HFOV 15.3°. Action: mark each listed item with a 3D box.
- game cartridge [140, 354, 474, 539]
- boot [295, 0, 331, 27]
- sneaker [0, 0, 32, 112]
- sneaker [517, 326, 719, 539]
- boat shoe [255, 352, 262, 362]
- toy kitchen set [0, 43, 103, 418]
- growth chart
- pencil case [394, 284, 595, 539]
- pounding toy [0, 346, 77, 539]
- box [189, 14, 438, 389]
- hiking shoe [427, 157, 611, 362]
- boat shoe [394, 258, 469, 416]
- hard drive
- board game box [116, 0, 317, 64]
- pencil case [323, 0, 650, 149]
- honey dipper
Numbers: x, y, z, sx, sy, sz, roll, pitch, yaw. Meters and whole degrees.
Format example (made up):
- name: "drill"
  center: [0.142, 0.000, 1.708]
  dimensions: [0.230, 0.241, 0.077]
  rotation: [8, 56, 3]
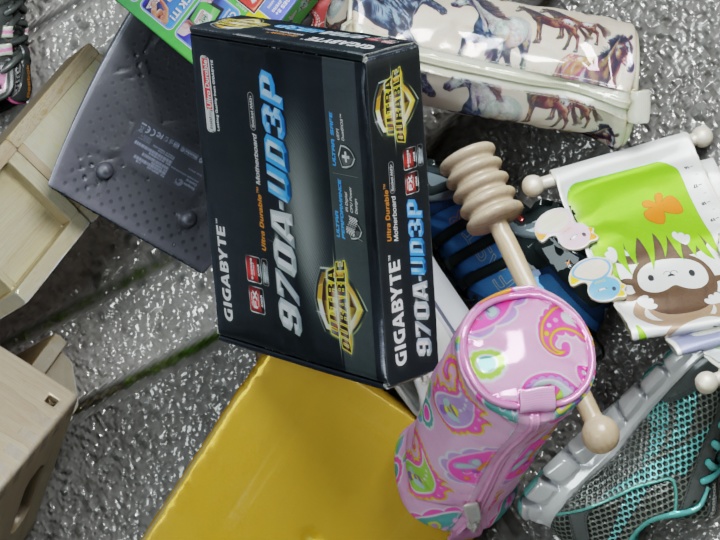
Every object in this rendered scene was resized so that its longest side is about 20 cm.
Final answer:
- name: "game cartridge"
  center: [-0.030, 0.164, 1.674]
  dimensions: [0.176, 0.032, 0.200]
  rotation: [34, 99, -3]
- name: "boot"
  center: [0.022, -0.170, 1.678]
  dimensions: [0.199, 0.072, 0.145]
  rotation: [18, 83, 12]
- name: "sneaker"
  center: [-0.255, -0.154, 1.843]
  dimensions: [0.086, 0.080, 0.201]
  rotation: [31, 106, 14]
- name: "sneaker"
  center: [0.190, 0.103, 1.598]
  dimensions: [0.091, 0.078, 0.200]
  rotation: [47, 109, 5]
- name: "boat shoe"
  center: [-0.029, 0.040, 1.705]
  dimensions: [0.076, 0.072, 0.201]
  rotation: [-4, 94, 2]
- name: "toy kitchen set"
  center: [-0.218, -0.008, 1.813]
  dimensions: [0.163, 0.181, 0.200]
  rotation: [45, 147, -13]
- name: "growth chart"
  center: [0.195, -0.008, 1.568]
  dimensions: [0.144, 0.018, 0.200]
  rotation: [-23, 53, -19]
- name: "pencil case"
  center: [0.075, 0.086, 1.550]
  dimensions: [0.087, 0.200, 0.088]
  rotation: [5, 62, -10]
- name: "pounding toy"
  center: [-0.298, 0.112, 1.775]
  dimensions: [0.184, 0.142, 0.200]
  rotation: [31, 137, 7]
- name: "box"
  center: [-0.027, -0.044, 1.578]
  dimensions: [0.159, 0.046, 0.201]
  rotation: [15, 115, 46]
- name: "hiking shoe"
  center: [0.069, -0.015, 1.657]
  dimensions: [0.199, 0.074, 0.087]
  rotation: [21, 93, 27]
- name: "boat shoe"
  center: [0.000, 0.000, 1.653]
  dimensions: [0.066, 0.072, 0.200]
  rotation: [-35, 93, -24]
- name: "hard drive"
  center: [-0.107, -0.115, 1.727]
  dimensions: [0.201, 0.135, 0.042]
  rotation: [-61, 21, -2]
- name: "board game box"
  center: [-0.065, -0.225, 1.660]
  dimensions: [0.134, 0.029, 0.200]
  rotation: [39, 93, 21]
- name: "pencil case"
  center: [0.076, -0.127, 1.615]
  dimensions: [0.199, 0.090, 0.078]
  rotation: [10, 118, -6]
- name: "honey dipper"
  center: [0.102, 0.018, 1.582]
  dimensions: [0.038, 0.038, 0.201]
  rotation: [-30, 72, 20]
